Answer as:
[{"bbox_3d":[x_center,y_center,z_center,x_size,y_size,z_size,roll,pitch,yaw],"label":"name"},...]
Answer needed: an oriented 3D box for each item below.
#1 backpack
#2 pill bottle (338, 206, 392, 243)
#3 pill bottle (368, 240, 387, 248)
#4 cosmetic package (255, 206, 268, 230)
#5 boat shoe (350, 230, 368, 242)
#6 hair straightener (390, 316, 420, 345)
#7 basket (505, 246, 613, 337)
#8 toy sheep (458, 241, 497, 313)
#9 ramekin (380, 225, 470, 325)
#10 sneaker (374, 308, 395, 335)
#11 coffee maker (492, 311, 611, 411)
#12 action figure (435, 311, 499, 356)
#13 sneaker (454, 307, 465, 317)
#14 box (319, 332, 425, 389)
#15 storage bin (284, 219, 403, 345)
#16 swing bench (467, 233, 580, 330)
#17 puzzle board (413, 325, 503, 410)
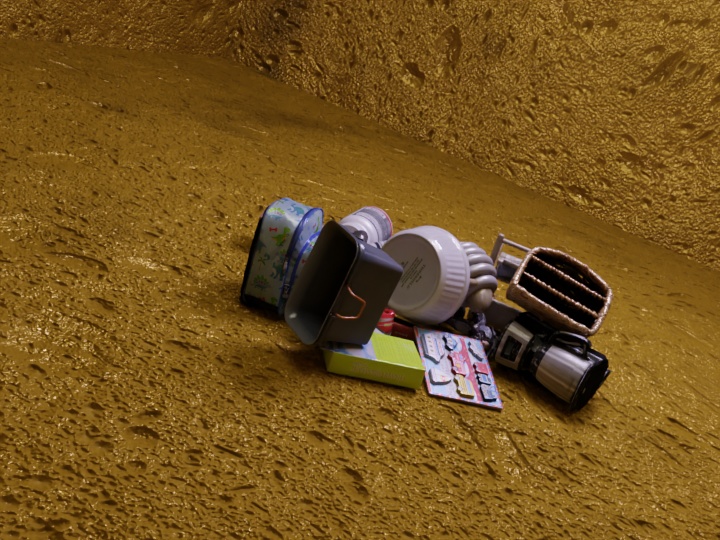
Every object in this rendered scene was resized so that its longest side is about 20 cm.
[{"bbox_3d":[-0.129,-0.029,1.592,0.145,0.203,0.183,17,18,10],"label":"backpack"},{"bbox_3d":[-0.001,-0.084,2.003,0.114,0.117,0.200,23,20,12],"label":"pill bottle"},{"bbox_3d":[0.067,-0.011,1.818,0.197,0.113,0.111,-10,26,-10],"label":"pill bottle"},{"bbox_3d":[-0.138,-0.065,1.866,0.197,0.088,0.104,19,18,-2],"label":"cosmetic package"},{"bbox_3d":[-0.055,-0.020,1.692,0.067,0.199,0.057,46,40,-15],"label":"boat shoe"},{"bbox_3d":[0.134,0.126,1.679,0.197,0.042,0.077,14,19,-6],"label":"hair straightener"},{"bbox_3d":[0.414,0.036,1.683,0.198,0.144,0.149,32,-6,10],"label":"basket"},{"bbox_3d":[0.221,0.003,1.749,0.136,0.138,0.202,3,54,-38],"label":"toy sheep"},{"bbox_3d":[0.115,0.007,1.669,0.201,0.205,0.094,31,12,31],"label":"ramekin"},{"bbox_3d":[-0.014,0.066,1.569,0.199,0.086,0.077,31,-13,-34],"label":"sneaker"},{"bbox_3d":[0.387,0.186,1.676,0.199,0.136,0.192,31,-4,28],"label":"coffee maker"},{"bbox_3d":[0.226,0.120,1.751,0.197,0.070,0.130,24,10,1],"label":"action figure"},{"bbox_3d":[0.191,0.048,1.907,0.107,0.068,0.200,-6,29,-46],"label":"sneaker"},{"bbox_3d":[0.010,0.151,1.489,0.197,0.048,0.122,13,19,-14],"label":"box"},{"bbox_3d":[-0.017,0.038,1.425,0.133,0.202,0.145,15,17,-38],"label":"storage bin"},{"bbox_3d":[0.362,0.053,1.835,0.196,0.203,0.130,22,-1,11],"label":"swing bench"},{"bbox_3d":[0.184,0.181,1.572,0.148,0.018,0.201,15,30,-15],"label":"puzzle board"}]
